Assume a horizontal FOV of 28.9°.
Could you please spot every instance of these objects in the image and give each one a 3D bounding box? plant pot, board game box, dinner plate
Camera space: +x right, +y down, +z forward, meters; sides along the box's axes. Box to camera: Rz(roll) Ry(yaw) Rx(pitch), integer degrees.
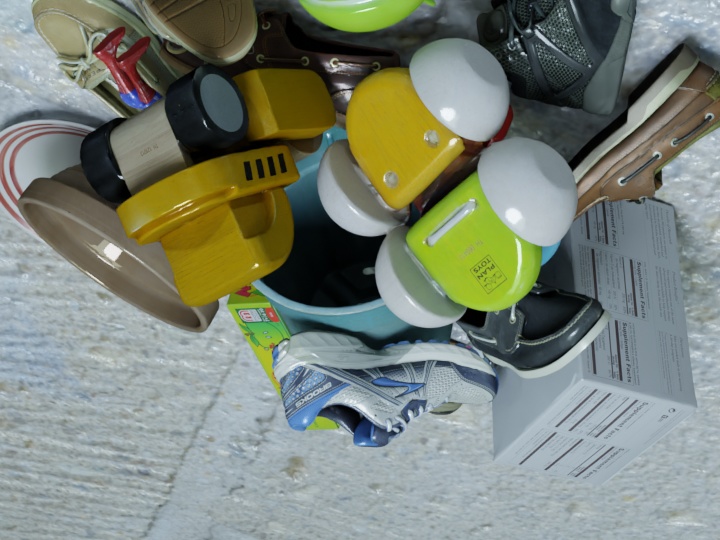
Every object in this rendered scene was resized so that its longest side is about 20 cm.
[{"bbox_3d":[-0.197,-0.038,1.244,0.199,0.093,0.201,30,162,10],"label":"plant pot"},{"bbox_3d":[-0.063,0.057,1.372,0.047,0.103,0.201,-3,138,21],"label":"board game box"},{"bbox_3d":[-0.263,-0.077,1.337,0.197,0.024,0.202,9,140,7],"label":"dinner plate"},{"bbox_3d":[0.000,0.000,1.223,0.197,0.202,0.197,4,149,12],"label":"plant pot"}]

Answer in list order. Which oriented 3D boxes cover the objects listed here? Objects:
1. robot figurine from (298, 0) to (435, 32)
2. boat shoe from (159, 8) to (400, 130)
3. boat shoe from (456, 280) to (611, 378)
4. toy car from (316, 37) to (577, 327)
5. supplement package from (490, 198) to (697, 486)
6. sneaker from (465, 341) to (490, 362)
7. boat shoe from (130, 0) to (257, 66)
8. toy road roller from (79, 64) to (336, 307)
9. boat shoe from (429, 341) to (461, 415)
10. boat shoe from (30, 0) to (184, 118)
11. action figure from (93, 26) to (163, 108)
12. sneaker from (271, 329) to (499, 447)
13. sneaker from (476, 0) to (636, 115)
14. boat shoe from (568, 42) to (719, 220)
[{"bbox_3d":[-0.010,-0.252,0.965,0.173,0.117,0.201,-8,137,16],"label":"robot figurine"},{"bbox_3d":[-0.063,-0.174,1.119,0.197,0.071,0.071,17,123,4],"label":"boat shoe"},{"bbox_3d":[0.126,0.037,1.092,0.068,0.072,0.200,47,167,-14],"label":"boat shoe"},{"bbox_3d":[0.079,-0.068,1.056,0.175,0.149,0.201,-41,76,35],"label":"toy car"},{"bbox_3d":[0.192,0.054,1.195,0.109,0.202,0.156,15,144,-17],"label":"supplement package"},{"bbox_3d":[0.203,0.103,1.367,0.198,0.081,0.087,22,131,-18],"label":"sneaker"},{"bbox_3d":[-0.137,-0.214,1.032,0.073,0.201,0.063,-31,151,-12],"label":"boat shoe"},{"bbox_3d":[-0.096,-0.061,1.023,0.122,0.199,0.148,-24,87,31],"label":"toy road roller"},{"bbox_3d":[0.041,0.090,1.378,0.198,0.076,0.074,9,134,-42],"label":"boat shoe"},{"bbox_3d":[-0.198,-0.159,1.182,0.073,0.064,0.200,-21,130,37],"label":"boat shoe"},{"bbox_3d":[-0.146,-0.109,1.150,0.065,0.052,0.201,21,148,43],"label":"action figure"},{"bbox_3d":[0.022,0.107,1.148,0.197,0.086,0.077,5,154,-19],"label":"sneaker"},{"bbox_3d":[0.143,-0.194,1.018,0.112,0.077,0.200,5,146,2],"label":"sneaker"},{"bbox_3d":[0.208,-0.081,1.093,0.068,0.072,0.200,40,121,-4],"label":"boat shoe"}]
